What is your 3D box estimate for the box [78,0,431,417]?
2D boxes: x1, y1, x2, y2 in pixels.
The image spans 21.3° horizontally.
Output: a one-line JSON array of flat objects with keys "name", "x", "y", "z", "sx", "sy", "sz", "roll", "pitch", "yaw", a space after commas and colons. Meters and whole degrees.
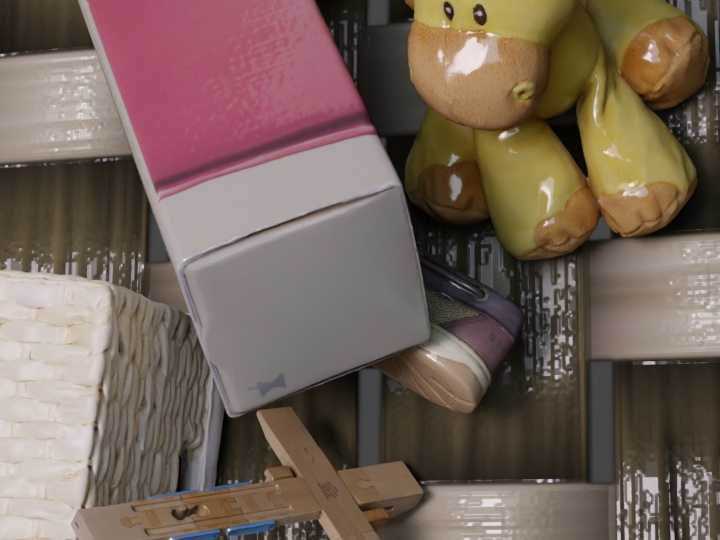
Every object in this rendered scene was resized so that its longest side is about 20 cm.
[{"name": "box", "x": -0.053, "y": -0.056, "z": 0.925, "sx": 0.108, "sy": 0.128, "sz": 0.201, "roll": -20, "pitch": 54, "yaw": -5}]

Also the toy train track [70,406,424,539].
[{"name": "toy train track", "x": -0.054, "y": 0.123, "z": 0.938, "sx": 0.115, "sy": 0.199, "sz": 0.033, "roll": 54, "pitch": 130, "yaw": 33}]

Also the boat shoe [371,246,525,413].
[{"name": "boat shoe", "x": 0.000, "y": 0.000, "z": 0.998, "sx": 0.199, "sy": 0.072, "sz": 0.065, "roll": 33, "pitch": 66, "yaw": 32}]

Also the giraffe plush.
[{"name": "giraffe plush", "x": 0.078, "y": -0.116, "z": 0.941, "sx": 0.171, "sy": 0.162, "sz": 0.202, "roll": -12, "pitch": 77, "yaw": 15}]

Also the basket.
[{"name": "basket", "x": -0.189, "y": 0.105, "z": 0.987, "sx": 0.198, "sy": 0.161, "sz": 0.201, "roll": 4, "pitch": 81, "yaw": 16}]
